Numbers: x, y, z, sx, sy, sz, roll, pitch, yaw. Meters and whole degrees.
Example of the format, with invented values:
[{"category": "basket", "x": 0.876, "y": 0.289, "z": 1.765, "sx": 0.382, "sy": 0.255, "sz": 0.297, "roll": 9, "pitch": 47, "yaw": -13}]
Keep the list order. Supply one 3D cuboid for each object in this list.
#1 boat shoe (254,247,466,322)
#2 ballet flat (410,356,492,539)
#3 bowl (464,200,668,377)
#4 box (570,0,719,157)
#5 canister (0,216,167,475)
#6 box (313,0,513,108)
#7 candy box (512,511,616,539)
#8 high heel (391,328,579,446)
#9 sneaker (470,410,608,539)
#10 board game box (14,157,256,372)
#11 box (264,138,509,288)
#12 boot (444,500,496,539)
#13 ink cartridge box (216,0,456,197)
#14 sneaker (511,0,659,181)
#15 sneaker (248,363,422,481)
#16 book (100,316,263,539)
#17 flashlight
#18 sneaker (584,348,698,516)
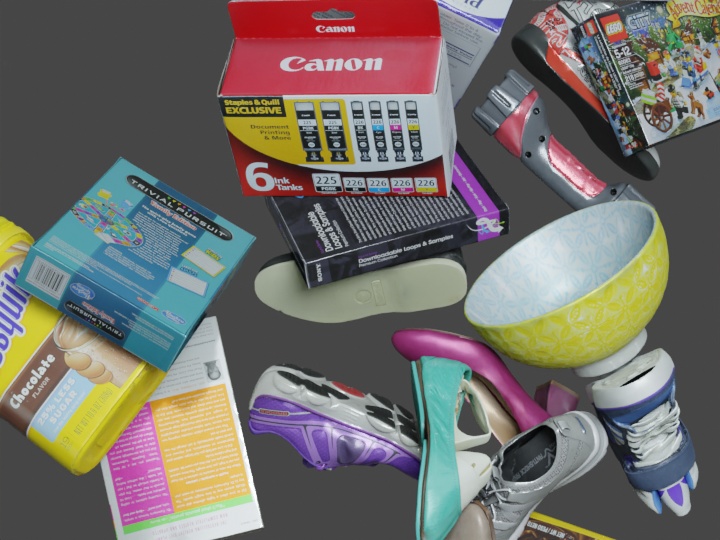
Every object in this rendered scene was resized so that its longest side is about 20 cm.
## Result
[{"category": "boat shoe", "x": 0.000, "y": 0.002, "z": 1.453, "sx": 0.201, "sy": 0.074, "sz": 0.063, "roll": -4, "pitch": 39, "yaw": 1}, {"category": "ballet flat", "x": 0.081, "y": 0.156, "z": 1.345, "sx": 0.070, "sy": 0.067, "sz": 0.200, "roll": -2, "pitch": 48, "yaw": 3}, {"category": "bowl", "x": 0.208, "y": 0.034, "z": 1.427, "sx": 0.200, "sy": 0.200, "sz": 0.108, "roll": -37, "pitch": 110, "yaw": -15}, {"category": "box", "x": 0.312, "y": -0.204, "z": 1.514, "sx": 0.200, "sy": 0.038, "sz": 0.137, "roll": -21, "pitch": 88, "yaw": -36}, {"category": "canister", "x": -0.284, "y": 0.068, "z": 1.358, "sx": 0.200, "sy": 0.087, "sz": 0.149, "roll": 35, "pitch": 81, "yaw": 11}, {"category": "box", "x": 0.045, "y": -0.265, "z": 1.445, "sx": 0.184, "sy": 0.200, "sz": 0.105, "roll": 25, "pitch": 73, "yaw": -3}, {"category": "candy box", "x": 0.196, "y": 0.286, "z": 1.385, "sx": 0.200, "sy": 0.026, "sz": 0.102, "roll": 15, "pitch": 75, "yaw": 28}, {"category": "high heel", "x": 0.112, "y": 0.126, "z": 1.434, "sx": 0.200, "sy": 0.067, "sz": 0.096, "roll": 22, "pitch": 64, "yaw": -7}, {"category": "sneaker", "x": 0.127, "y": 0.192, "z": 1.385, "sx": 0.200, "sy": 0.082, "sz": 0.075, "roll": -46, "pitch": 56, "yaw": 16}, {"category": "board game box", "x": -0.195, "y": -0.009, "z": 1.366, "sx": 0.151, "sy": 0.200, "sz": 0.047, "roll": 31, "pitch": 119, "yaw": -1}, {"category": "box", "x": 0.022, "y": -0.059, "z": 1.440, "sx": 0.200, "sy": 0.036, "sz": 0.143, "roll": -14, "pitch": 38, "yaw": -12}, {"category": "boot", "x": 0.040, "y": 0.304, "z": 1.342, "sx": 0.146, "sy": 0.070, "sz": 0.200, "roll": -10, "pitch": 118, "yaw": -28}, {"category": "ink cartridge box", "x": -0.021, "y": -0.155, "z": 1.389, "sx": 0.199, "sy": 0.176, "sz": 0.084, "roll": 0, "pitch": 49, "yaw": 11}, {"category": "sneaker", "x": 0.256, "y": -0.193, "z": 1.531, "sx": 0.108, "sy": 0.067, "sz": 0.201, "roll": -41, "pitch": 84, "yaw": -12}, {"category": "sneaker", "x": -0.011, "y": 0.155, "z": 1.420, "sx": 0.200, "sy": 0.081, "sz": 0.084, "roll": 24, "pitch": 104, "yaw": -7}, {"category": "book", "x": -0.175, "y": 0.154, "z": 1.398, "sx": 0.133, "sy": 0.048, "sz": 0.200, "roll": -12, "pitch": 79, "yaw": -8}, {"category": "flashlight", "x": 0.202, "y": -0.110, "z": 1.506, "sx": 0.200, "sy": 0.068, "sz": 0.068, "roll": 41, "pitch": 61, "yaw": 2}, {"category": "sneaker", "x": 0.272, "y": 0.154, "z": 1.388, "sx": 0.080, "sy": 0.200, "sz": 0.147, "roll": -30, "pitch": 86, "yaw": -3}]
